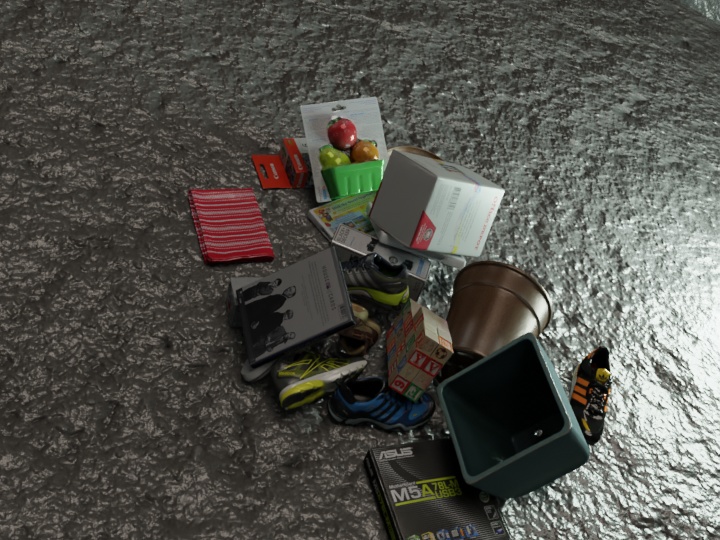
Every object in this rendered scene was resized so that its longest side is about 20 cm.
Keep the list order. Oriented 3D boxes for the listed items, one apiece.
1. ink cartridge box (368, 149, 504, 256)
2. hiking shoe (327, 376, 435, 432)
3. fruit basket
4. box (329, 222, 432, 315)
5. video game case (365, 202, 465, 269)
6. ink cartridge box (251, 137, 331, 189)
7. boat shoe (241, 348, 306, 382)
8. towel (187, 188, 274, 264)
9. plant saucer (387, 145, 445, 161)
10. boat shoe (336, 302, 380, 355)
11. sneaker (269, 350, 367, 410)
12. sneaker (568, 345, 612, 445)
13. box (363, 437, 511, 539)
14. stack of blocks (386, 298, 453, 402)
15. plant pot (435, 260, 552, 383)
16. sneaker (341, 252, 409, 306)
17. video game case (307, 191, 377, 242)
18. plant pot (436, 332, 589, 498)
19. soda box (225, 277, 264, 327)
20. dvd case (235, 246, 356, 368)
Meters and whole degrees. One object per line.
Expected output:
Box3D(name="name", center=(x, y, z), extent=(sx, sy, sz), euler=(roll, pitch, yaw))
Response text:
Box3D(name="ink cartridge box", center=(0.148, -0.128, 1.770), extent=(0.197, 0.148, 0.144), euler=(7, 21, -41))
Box3D(name="hiking shoe", center=(0.044, 0.228, 1.587), extent=(0.196, 0.087, 0.075), euler=(2, 48, -18))
Box3D(name="fruit basket", center=(-0.030, -0.255, 1.935), extent=(0.182, 0.093, 0.204), euler=(-12, 86, -24))
Box3D(name="box", center=(0.027, 0.002, 1.774), extent=(0.197, 0.118, 0.061), euler=(21, 44, 1))
Box3D(name="video game case", center=(0.107, -0.072, 1.845), extent=(0.179, 0.024, 0.201), euler=(18, 19, -15))
Box3D(name="ink cartridge box", center=(-0.127, -0.233, 1.985), extent=(0.196, 0.051, 0.110), euler=(-5, 51, -25))
Box3D(name="boat shoe", center=(-0.123, 0.136, 1.622), extent=(0.200, 0.070, 0.070), euler=(-45, 114, -26))
Box3D(name="towel", center=(-0.258, -0.092, 1.824), extent=(0.142, 0.023, 0.202), euler=(-3, 49, -24))
Box3D(name="plant saucer", center=(0.125, -0.200, 2.059), extent=(0.196, 0.037, 0.203), euler=(10, 46, -10))
Box3D(name="boat shoe", center=(-0.012, 0.114, 1.628), extent=(0.071, 0.200, 0.073), euler=(17, 75, 12))
Box3D(name="sneaker", center=(-0.071, 0.170, 1.589), extent=(0.198, 0.075, 0.085), euler=(-13, 60, -44))
Box3D(name="sneaker", center=(0.437, 0.229, 1.730), extent=(0.069, 0.091, 0.202), euler=(19, 44, -1))
Box3D(name="box", center=(0.124, 0.373, 1.508), extent=(0.196, 0.048, 0.195), euler=(-2, 52, -23))
Box3D(name="stack of blocks", center=(0.101, 0.127, 1.629), extent=(0.058, 0.116, 0.201), euler=(30, 19, -12))
Box3D(name="plant pot", center=(0.230, 0.123, 1.694), extent=(0.198, 0.202, 0.200), euler=(27, 52, 6))
Box3D(name="sneaker", center=(0.000, 0.000, 1.696), extent=(0.196, 0.082, 0.075), euler=(10, 40, -1))
Box3D(name="video game case", center=(0.017, -0.090, 1.925), extent=(0.198, 0.023, 0.182), euler=(-24, 60, -35))
Box3D(name="plant pot", center=(0.275, 0.268, 1.544), extent=(0.200, 0.194, 0.198), euler=(43, 22, -43))
Box3D(name="soda box", center=(-0.146, 0.057, 1.694), extent=(0.196, 0.064, 0.069), euler=(-1, 47, -21))
Box3D(name="dvd case", center=(-0.113, 0.062, 1.566), extent=(0.197, 0.025, 0.153), euler=(-23, 58, 12))
